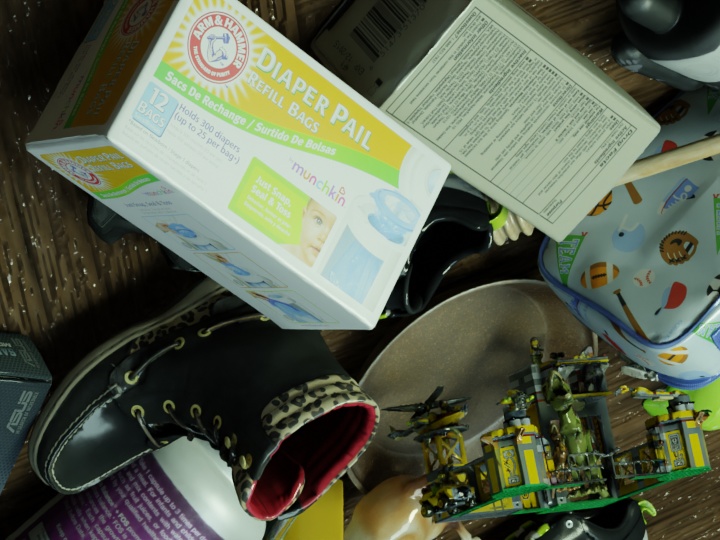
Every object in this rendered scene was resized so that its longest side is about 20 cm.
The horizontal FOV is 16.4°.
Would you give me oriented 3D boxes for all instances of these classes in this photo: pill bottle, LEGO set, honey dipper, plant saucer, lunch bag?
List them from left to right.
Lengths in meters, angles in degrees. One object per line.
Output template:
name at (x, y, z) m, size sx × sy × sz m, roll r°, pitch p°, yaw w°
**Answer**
pill bottle at (-0.132, 0.162, 1.600) m, size 0.200 × 0.112 × 0.112 m, roll -41°, pitch 137°, yaw 5°
plant saucer at (0.069, 0.078, 1.716) m, size 0.199 × 0.037 × 0.201 m, roll -19°, pitch 135°, yaw -20°
LEGO set at (0.124, 0.093, 1.641) m, size 0.199 × 0.117 × 0.154 m, roll -5°, pitch 166°, yaw -23°
honey dipper at (0.176, -0.064, 1.611) m, size 0.199 × 0.038 × 0.038 m, roll -19°, pitch 139°, yaw 12°
lunch bag at (0.222, -0.021, 1.625) m, size 0.200 × 0.160 × 0.076 m, roll -49°, pitch 139°, yaw -7°

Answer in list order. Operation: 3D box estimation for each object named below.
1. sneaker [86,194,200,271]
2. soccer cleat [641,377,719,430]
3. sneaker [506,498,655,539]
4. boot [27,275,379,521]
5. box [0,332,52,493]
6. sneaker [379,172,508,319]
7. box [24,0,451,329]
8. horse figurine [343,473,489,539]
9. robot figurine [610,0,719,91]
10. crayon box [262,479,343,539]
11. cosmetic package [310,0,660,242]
sneaker at (-0.080, -0.039, 1.499) m, size 0.199 × 0.067 × 0.091 m, roll 9°, pitch 123°, yaw -34°
soccer cleat at (0.234, 0.008, 1.703) m, size 0.068 × 0.081 × 0.201 m, roll 37°, pitch 60°, yaw -67°
sneaker at (0.129, 0.207, 1.851) m, size 0.199 × 0.072 × 0.083 m, roll -10°, pitch 107°, yaw -28°
boot at (-0.092, 0.093, 1.482) m, size 0.200 × 0.151 × 0.073 m, roll -36°, pitch 136°, yaw -6°
box at (-0.295, 0.123, 1.504) m, size 0.157 × 0.051 × 0.201 m, roll 8°, pitch 120°, yaw -37°
sneaker at (0.000, 0.000, 1.568) m, size 0.199 × 0.083 × 0.072 m, roll -34°, pitch 137°, yaw -3°
box at (-0.067, -0.064, 1.389) m, size 0.200 × 0.101 × 0.113 m, roll 35°, pitch 71°, yaw -28°
horse figurine at (0.022, 0.195, 1.728) m, size 0.132 × 0.050 × 0.200 m, roll 16°, pitch 121°, yaw -47°
robot figurine at (0.239, -0.173, 1.551) m, size 0.199 × 0.150 × 0.126 m, roll 17°, pitch 89°, yaw -41°
crayon box at (-0.066, 0.211, 1.670) m, size 0.051 × 0.126 × 0.201 m, roll 28°, pitch 111°, yaw -12°
cosmetic package at (0.078, -0.111, 1.521) m, size 0.103 × 0.087 × 0.200 m, roll -48°, pitch 135°, yaw 9°
